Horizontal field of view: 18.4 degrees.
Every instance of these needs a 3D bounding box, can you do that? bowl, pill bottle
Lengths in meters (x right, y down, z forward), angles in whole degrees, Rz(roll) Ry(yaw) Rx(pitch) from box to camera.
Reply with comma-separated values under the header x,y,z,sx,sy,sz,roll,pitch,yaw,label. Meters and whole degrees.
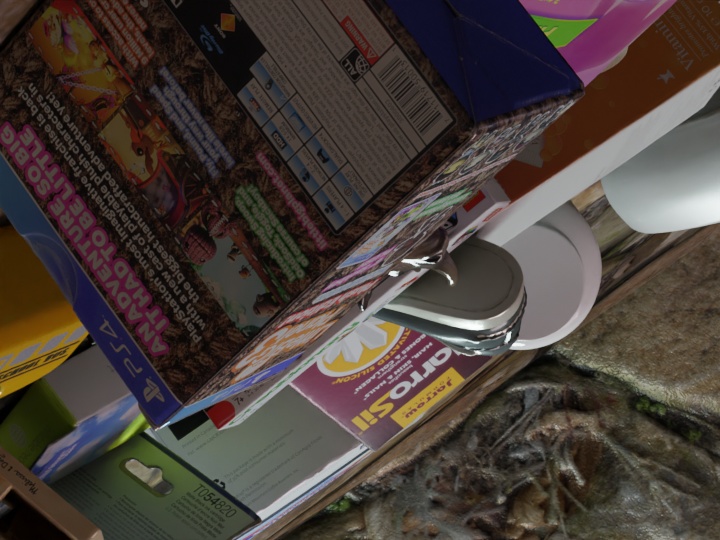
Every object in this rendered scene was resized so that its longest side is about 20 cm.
x,y,z,sx,sy,sz,roll,pitch,yaw,label
0.251,-0.134,1.565,0.200,0.075,0.200,-13,-129,50,bowl
0.101,-0.007,1.452,0.104,0.104,0.200,-38,-174,6,pill bottle

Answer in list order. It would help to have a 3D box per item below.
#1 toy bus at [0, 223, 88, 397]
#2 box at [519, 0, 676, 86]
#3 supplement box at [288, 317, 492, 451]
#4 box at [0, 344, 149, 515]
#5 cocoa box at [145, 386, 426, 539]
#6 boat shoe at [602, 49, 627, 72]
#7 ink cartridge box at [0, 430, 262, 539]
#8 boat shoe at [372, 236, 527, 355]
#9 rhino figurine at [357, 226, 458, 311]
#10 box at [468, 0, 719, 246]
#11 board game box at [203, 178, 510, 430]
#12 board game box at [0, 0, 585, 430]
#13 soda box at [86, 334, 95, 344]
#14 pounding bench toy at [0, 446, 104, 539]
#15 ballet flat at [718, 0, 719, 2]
x,y,z,sx,sy,sz,roll,pitch,yaw,label
-0.212,0.037,1.041,0.078,0.065,0.200,-44,168,35,toy bus
0.055,-0.140,0.980,0.200,0.097,0.176,-42,159,31,box
-0.007,0.027,1.453,0.110,0.086,0.200,-39,148,4,supplement box
-0.164,0.083,1.468,0.200,0.048,0.122,-30,168,-41,box
-0.059,0.100,1.670,0.200,0.134,0.131,-34,171,-12,cocoa box
0.098,-0.171,1.151,0.071,0.063,0.200,-15,154,11,boat shoe
-0.196,0.187,1.479,0.200,0.199,0.041,-31,129,-26,ink cartridge box
0.000,0.000,1.249,0.073,0.200,0.062,-62,157,-24,boat shoe
-0.037,-0.034,1.062,0.087,0.200,0.060,-37,-143,50,rhino figurine
0.102,-0.110,1.282,0.200,0.124,0.098,-34,170,-18,box
-0.035,-0.024,1.196,0.200,0.126,0.035,-40,170,15,board game box
-0.042,-0.064,0.888,0.200,0.160,0.097,-42,169,32,board game box
-0.072,-0.048,1.142,0.200,0.063,0.071,-40,169,16,soda box
-0.219,0.207,1.310,0.156,0.200,0.124,-50,173,-15,pounding bench toy
0.206,-0.174,1.514,0.200,0.074,0.074,-45,168,18,ballet flat
